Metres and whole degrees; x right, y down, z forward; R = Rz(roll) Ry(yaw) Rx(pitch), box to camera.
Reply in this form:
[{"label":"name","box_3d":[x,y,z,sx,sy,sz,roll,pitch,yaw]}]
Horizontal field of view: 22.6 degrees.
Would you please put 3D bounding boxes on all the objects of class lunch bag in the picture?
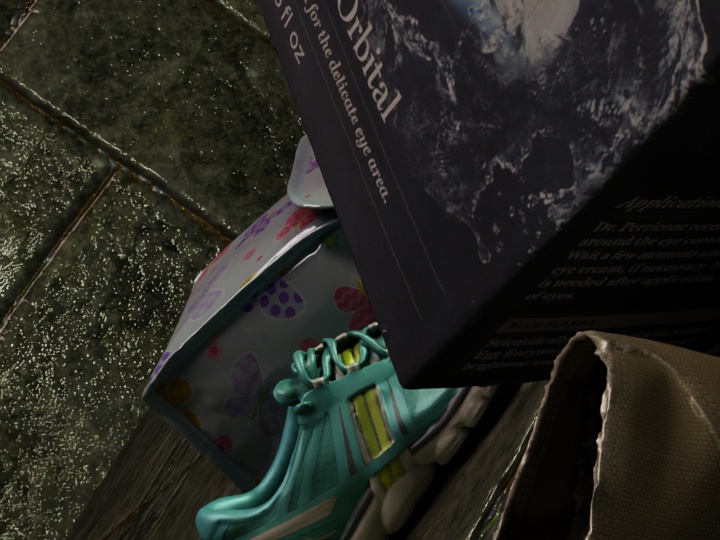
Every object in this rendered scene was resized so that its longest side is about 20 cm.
[{"label":"lunch bag","box_3d":[0.000,0.000,0.908,0.200,0.127,0.170,-40,11,16]}]

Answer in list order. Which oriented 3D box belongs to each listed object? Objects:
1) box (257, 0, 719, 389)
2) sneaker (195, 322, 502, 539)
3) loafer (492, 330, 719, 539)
[{"label":"box","box_3d":[0.070,-0.101,0.499,0.200,0.117,0.197,-49,53,45]},{"label":"sneaker","box_3d":[0.006,0.056,0.771,0.200,0.080,0.078,-55,6,3]},{"label":"loafer","box_3d":[0.035,0.097,0.404,0.200,0.068,0.076,-59,7,-26]}]
